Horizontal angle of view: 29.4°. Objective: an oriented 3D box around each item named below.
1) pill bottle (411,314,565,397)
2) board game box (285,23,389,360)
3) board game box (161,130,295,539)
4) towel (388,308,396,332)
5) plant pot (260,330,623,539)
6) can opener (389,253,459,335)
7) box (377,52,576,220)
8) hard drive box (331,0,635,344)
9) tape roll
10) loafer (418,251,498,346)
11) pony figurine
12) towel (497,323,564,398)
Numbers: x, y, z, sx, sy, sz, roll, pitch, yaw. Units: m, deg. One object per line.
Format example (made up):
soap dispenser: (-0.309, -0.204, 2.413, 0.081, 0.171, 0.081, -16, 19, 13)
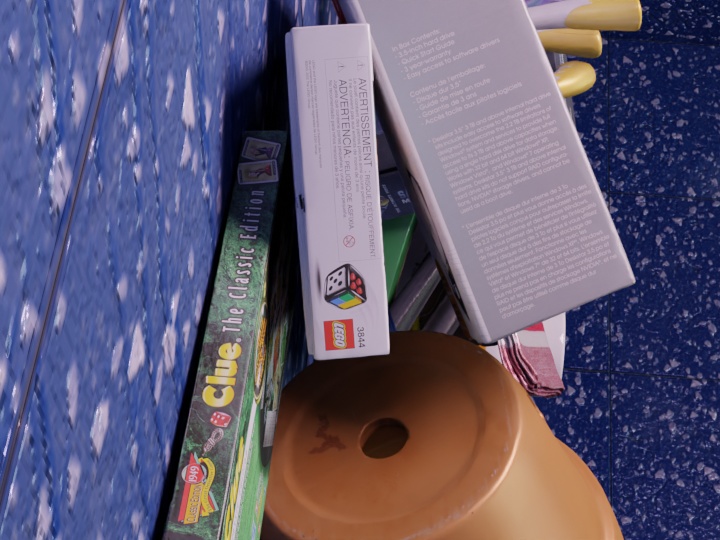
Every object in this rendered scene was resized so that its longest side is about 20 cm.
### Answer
pill bottle: (0.078, 0.064, 1.216, 0.111, 0.198, 0.112, 4, 90, -86)
board game box: (-0.013, -0.042, 0.616, 0.200, 0.034, 0.128, -108, -166, -81)
board game box: (-0.047, 0.050, 0.542, 0.105, 0.023, 0.201, 94, 2, -47)
towel: (0.000, 0.000, 0.833, 0.200, 0.024, 0.146, 71, -1, -80)
plant pot: (0.029, 0.127, 0.688, 0.201, 0.198, 0.141, -83, 159, -45)
can opener: (0.018, 0.069, 0.954, 0.201, 0.063, 0.078, -61, -156, -9)
box: (0.066, -0.138, 0.964, 0.051, 0.156, 0.201, 56, 27, -47)
hard drive box: (0.053, -0.072, 0.679, 0.156, 0.076, 0.202, 61, 8, -87)
tape roll: (0.020, -0.007, 1.059, 0.200, 0.048, 0.202, 18, 90, -80)
loafer: (0.075, -0.010, 1.075, 0.201, 0.070, 0.073, -75, 145, -58)
pony figurine: (0.049, -0.154, 0.848, 0.194, 0.198, 0.168, -110, -167, -58)
towel: (0.112, -0.005, 1.026, 0.144, 0.023, 0.202, 19, 58, -72)
